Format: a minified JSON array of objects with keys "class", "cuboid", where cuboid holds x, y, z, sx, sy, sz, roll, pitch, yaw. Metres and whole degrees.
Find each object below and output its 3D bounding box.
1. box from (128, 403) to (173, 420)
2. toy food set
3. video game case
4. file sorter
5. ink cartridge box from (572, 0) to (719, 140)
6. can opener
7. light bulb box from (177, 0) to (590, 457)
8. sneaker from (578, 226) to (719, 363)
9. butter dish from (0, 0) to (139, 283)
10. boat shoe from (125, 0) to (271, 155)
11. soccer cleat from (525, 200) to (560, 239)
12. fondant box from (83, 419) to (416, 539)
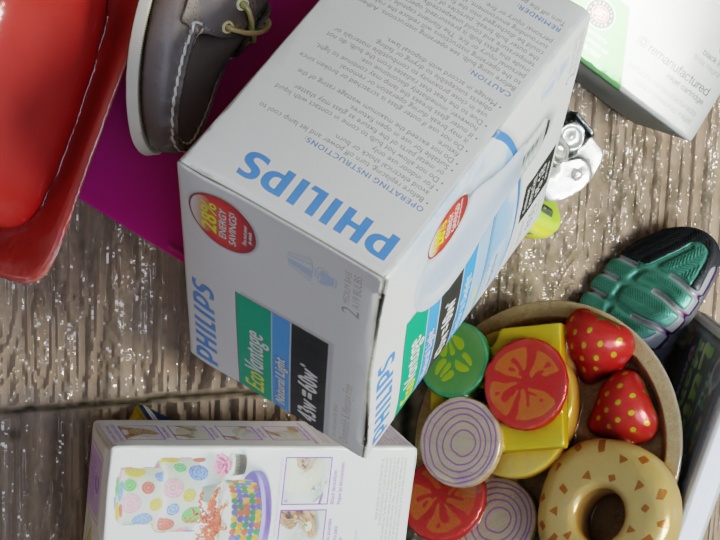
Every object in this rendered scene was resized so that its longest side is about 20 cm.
[{"class":"box","cuboid":[-0.075,0.166,1.179,0.199,0.064,0.070,29,93,-25]},{"class":"toy food set","cuboid":[0.118,0.119,1.183,0.049,0.197,0.202,20,66,-60]},{"class":"video game case","cuboid":[0.215,0.135,1.220,0.023,0.182,0.201,19,97,-4]},{"class":"file sorter","cuboid":[-0.081,-0.114,1.053,0.138,0.125,0.201,30,93,11]},{"class":"ink cartridge box","cuboid":[0.202,-0.212,1.174,0.145,0.084,0.201,31,91,-25]},{"class":"can opener","cuboid":[0.086,-0.128,1.171,0.053,0.066,0.200,-42,105,-8]},{"class":"light bulb box","cuboid":[0.010,-0.043,0.956,0.124,0.199,0.200,30,62,14]},{"class":"sneaker","cuboid":[0.187,0.060,1.261,0.200,0.074,0.088,-48,139,-3]},{"class":"butter dish","cuboid":[-0.242,-0.118,0.955,0.148,0.199,0.201,12,102,-61]},{"class":"boat shoe","cuboid":[-0.075,-0.156,0.955,0.059,0.072,0.202,12,84,14]},{"class":"soccer cleat","cuboid":[0.043,-0.060,1.177,0.199,0.065,0.084,21,125,-28]},{"class":"fondant box","cuboid":[-0.072,0.170,1.115,0.198,0.058,0.146,2,103,-22]}]
